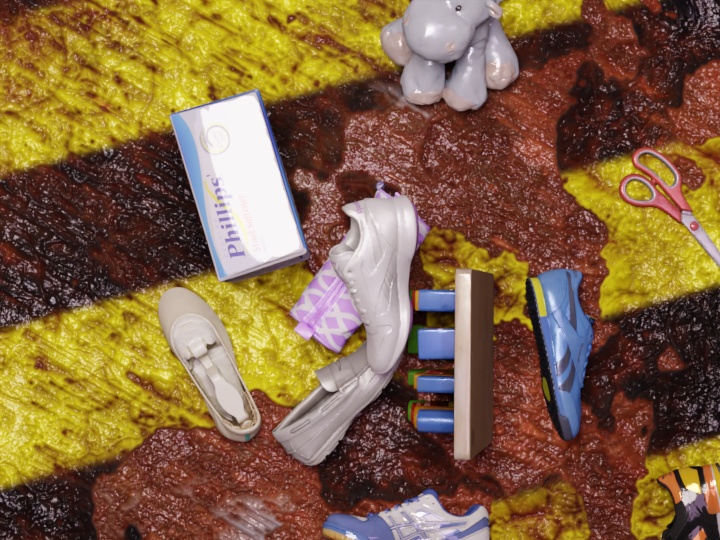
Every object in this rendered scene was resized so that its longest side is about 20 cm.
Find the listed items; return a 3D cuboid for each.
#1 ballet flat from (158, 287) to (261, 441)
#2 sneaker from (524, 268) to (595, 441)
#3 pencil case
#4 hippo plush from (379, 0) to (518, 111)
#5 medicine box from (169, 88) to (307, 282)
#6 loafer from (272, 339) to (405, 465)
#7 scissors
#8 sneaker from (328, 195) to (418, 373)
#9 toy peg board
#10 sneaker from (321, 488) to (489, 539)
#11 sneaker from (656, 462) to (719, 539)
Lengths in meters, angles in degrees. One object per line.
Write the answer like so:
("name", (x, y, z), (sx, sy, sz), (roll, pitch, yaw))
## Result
("ballet flat", (-0.174, 0.108, 1.448), (0.069, 0.069, 0.201), (-31, 90, -3))
("sneaker", (0.248, 0.098, 1.465), (0.078, 0.066, 0.202), (-9, 89, -6))
("pencil case", (0.000, 0.000, 1.447), (0.084, 0.086, 0.201), (34, 89, 5))
("hippo plush", (0.123, -0.278, 1.420), (0.159, 0.161, 0.200), (44, 88, 0))
("medicine box", (-0.130, -0.087, 1.386), (0.102, 0.200, 0.184), (-17, 90, -2))
("loafer", (-0.022, 0.135, 1.449), (0.070, 0.070, 0.200), (39, 88, -18))
("scissors", (0.398, -0.067, 1.499), (0.200, 0.014, 0.073), (38, 86, 1))
("sneaker", (0.009, 0.015, 1.382), (0.099, 0.075, 0.202), (0, 101, -16))
("toy peg board", (0.091, 0.101, 1.403), (0.097, 0.199, 0.202), (0, 88, 13))
("sneaker", (0.055, 0.297, 1.457), (0.198, 0.075, 0.089), (12, 77, -9))
("sneaker", (0.398, 0.330, 1.471), (0.089, 0.070, 0.202), (-7, 89, 13))
